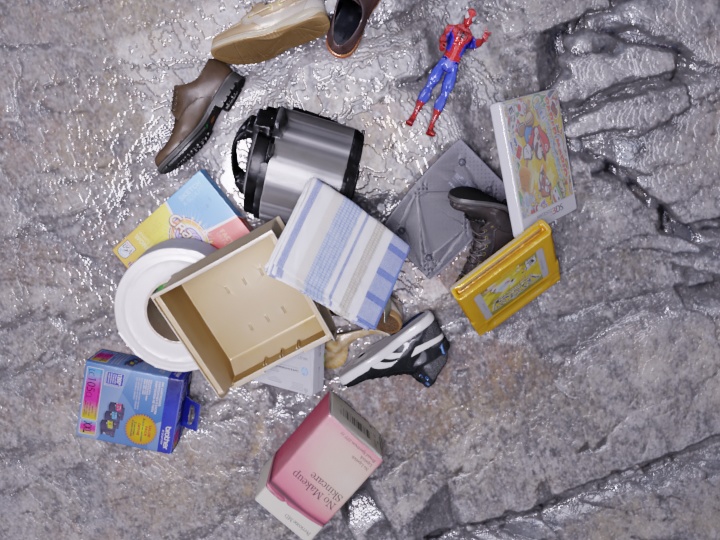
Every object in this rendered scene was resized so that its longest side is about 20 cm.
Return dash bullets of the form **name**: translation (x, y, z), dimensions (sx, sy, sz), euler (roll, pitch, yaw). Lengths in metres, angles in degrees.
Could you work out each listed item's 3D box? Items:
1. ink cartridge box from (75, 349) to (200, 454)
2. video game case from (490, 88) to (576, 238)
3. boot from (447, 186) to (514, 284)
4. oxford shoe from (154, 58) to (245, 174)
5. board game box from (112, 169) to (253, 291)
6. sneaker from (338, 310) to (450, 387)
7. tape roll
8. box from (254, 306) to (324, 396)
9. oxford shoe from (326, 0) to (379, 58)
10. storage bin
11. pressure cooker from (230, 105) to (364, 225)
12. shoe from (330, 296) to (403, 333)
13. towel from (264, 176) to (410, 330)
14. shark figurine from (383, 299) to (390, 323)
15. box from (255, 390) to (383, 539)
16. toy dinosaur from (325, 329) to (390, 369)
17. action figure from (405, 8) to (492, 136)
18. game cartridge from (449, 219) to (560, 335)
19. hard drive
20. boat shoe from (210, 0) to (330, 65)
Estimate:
- **ink cartridge box**: translation (-0.370, 0.226, 1.080), dimensions (0.195, 0.076, 0.140), euler (11, 100, -5)
- **video game case**: translation (0.278, -0.174, 0.994), dimensions (0.180, 0.023, 0.205), euler (-24, 104, -42)
- **boot**: translation (0.192, -0.032, 1.015), dimensions (0.196, 0.069, 0.177), euler (12, 110, -33)
- **oxford shoe**: translation (-0.273, -0.246, 1.002), dimensions (0.084, 0.073, 0.202), euler (35, 86, -5)
- **board game box**: translation (-0.287, -0.043, 1.049), dimensions (0.199, 0.040, 0.154), euler (-40, 99, 5)
- **sneaker**: translation (0.067, 0.170, 1.082), dimensions (0.198, 0.073, 0.113), euler (-34, 98, 3)
- **tape roll**: translation (-0.287, 0.055, 1.009), dimensions (0.197, 0.071, 0.208), euler (-2, 106, -5)
- **box**: translation (-0.129, 0.090, 1.042), dimensions (0.153, 0.041, 0.206), euler (8, 100, 30)
- **oxford shoe**: translation (0.001, -0.432, 0.971), dimensions (0.069, 0.073, 0.205), euler (17, 99, -5)
- **storage bin**: translation (-0.161, 0.059, 0.926), dimensions (0.197, 0.094, 0.201), euler (-27, 109, 7)
- **pressure cooker**: translation (-0.103, -0.156, 0.965), dimensions (0.195, 0.179, 0.180), euler (14, 103, -5)
- **shoe**: translation (-0.017, 0.045, 1.072), dimensions (0.196, 0.054, 0.070), euler (24, 142, -3)
- **towel**: translation (-0.027, -0.018, 0.882), dimensions (0.198, 0.024, 0.150), euler (32, 78, -31)
- **shark figurine**: translation (-0.009, 0.011, 0.992), dimensions (0.087, 0.213, 0.132), euler (4, 86, 27)
- **box**: translation (-0.070, 0.337, 1.090), dimensions (0.127, 0.109, 0.201), euler (40, 97, -8)
- **toy dinosaur**: translation (-0.052, 0.125, 1.090), dimensions (0.198, 0.059, 0.102), euler (-35, 114, 12)
- **action figure**: translation (0.140, -0.317, 0.987), dimensions (0.064, 0.099, 0.204), euler (23, 97, -7)
- **game cartridge**: translation (0.240, 0.022, 1.012), dimensions (0.175, 0.200, 0.033), euler (-37, 58, 5)
- **hard drive**: translation (0.139, -0.102, 1.051), dimensions (0.134, 0.042, 0.201), euler (41, 96, -8)
- **boat shoe**: translation (-0.144, -0.382, 0.983), dimensions (0.195, 0.074, 0.071), euler (-13, 76, 10)
